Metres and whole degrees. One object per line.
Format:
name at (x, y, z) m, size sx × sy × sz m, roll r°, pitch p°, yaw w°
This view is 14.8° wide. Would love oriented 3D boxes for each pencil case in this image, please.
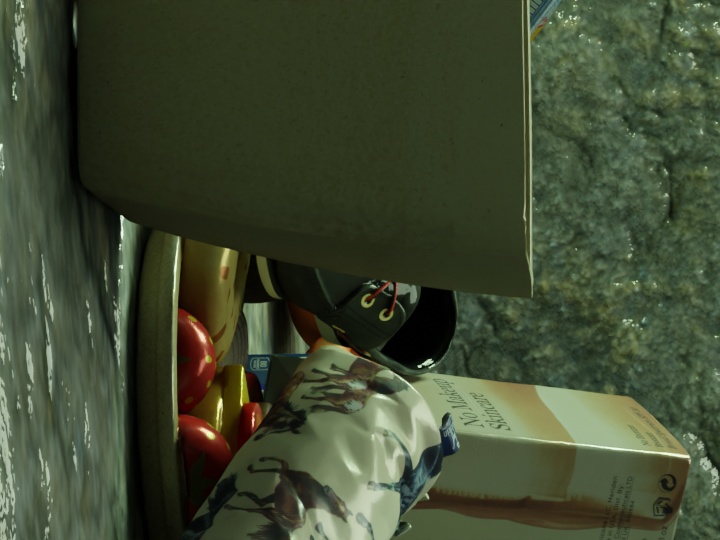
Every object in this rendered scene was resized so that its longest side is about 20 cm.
pencil case at (-0.030, 0.124, 1.172) m, size 0.089 × 0.078 × 0.200 m, roll 51°, pitch 44°, yaw -17°

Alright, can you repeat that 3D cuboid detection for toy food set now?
toy food set at (-0.069, 0.060, 1.288) m, size 0.198 × 0.049 × 0.200 m, roll 83°, pitch 6°, yaw -52°

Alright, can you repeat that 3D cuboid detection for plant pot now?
plant pot at (-0.019, -0.093, 1.129) m, size 0.200 × 0.177 × 0.200 m, roll 51°, pitch 37°, yaw -83°

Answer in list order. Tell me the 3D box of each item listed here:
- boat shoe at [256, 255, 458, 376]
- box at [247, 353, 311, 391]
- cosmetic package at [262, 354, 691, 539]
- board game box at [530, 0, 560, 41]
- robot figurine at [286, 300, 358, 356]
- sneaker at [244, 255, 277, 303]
boat shoe at (0.001, -0.003, 1.332) m, size 0.074 × 0.063 × 0.201 m, roll -66°, pitch 159°, yaw -11°
box at (-0.040, 0.142, 1.509) m, size 0.064 × 0.070 × 0.200 m, roll 85°, pitch 5°, yaw -51°
cosmetic package at (0.051, 0.106, 1.392) m, size 0.103 × 0.200 × 0.087 m, roll -131°, pitch -130°, yaw -67°
board game box at (0.042, -0.104, 1.507) m, size 0.200 × 0.062 × 0.200 m, roll -52°, pitch 177°, yaw 2°
robot figurine at (0.002, -0.002, 1.884) m, size 0.117 × 0.144 × 0.200 m, roll 52°, pitch -11°, yaw 21°
sneaker at (-0.056, -0.074, 1.352) m, size 0.085 × 0.073 × 0.200 m, roll -85°, pitch 171°, yaw -46°
